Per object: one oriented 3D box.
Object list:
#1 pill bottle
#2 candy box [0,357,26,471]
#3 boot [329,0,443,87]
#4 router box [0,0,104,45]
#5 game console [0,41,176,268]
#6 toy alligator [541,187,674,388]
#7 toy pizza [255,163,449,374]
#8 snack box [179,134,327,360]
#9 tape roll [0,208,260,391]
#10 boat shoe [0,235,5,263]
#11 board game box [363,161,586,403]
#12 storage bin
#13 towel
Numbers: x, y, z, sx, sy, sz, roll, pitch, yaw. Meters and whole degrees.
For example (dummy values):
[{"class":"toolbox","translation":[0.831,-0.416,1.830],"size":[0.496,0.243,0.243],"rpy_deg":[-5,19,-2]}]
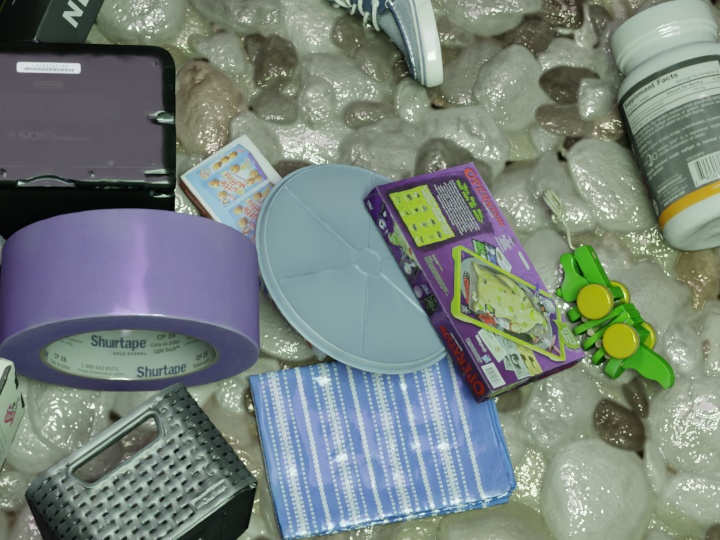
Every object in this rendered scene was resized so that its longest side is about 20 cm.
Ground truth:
[{"class":"pill bottle","translation":[0.293,-0.128,1.364],"size":[0.116,0.116,0.200],"rpy_deg":[-12,71,-11]},{"class":"candy box","translation":[-0.318,0.168,1.169],"size":[0.061,0.136,0.200],"rpy_deg":[19,68,-1]},{"class":"boot","translation":[0.011,-0.244,1.404],"size":[0.090,0.073,0.200],"rpy_deg":[-14,64,-4]},{"class":"router box","translation":[-0.275,-0.258,1.333],"size":[0.149,0.051,0.200],"rpy_deg":[2,61,38]},{"class":"game console","translation":[-0.252,-0.086,1.266],"size":[0.200,0.116,0.176],"rpy_deg":[0,79,-9]},{"class":"toy alligator","translation":[0.195,0.025,1.331],"size":[0.054,0.059,0.200],"rpy_deg":[-38,75,23]},{"class":"toy pizza","translation":[0.000,0.000,1.296],"size":[0.200,0.032,0.200],"rpy_deg":[16,54,-23]},{"class":"snack box","translation":[-0.067,-0.022,1.329],"size":[0.072,0.024,0.200],"rpy_deg":[-36,78,-18]},{"class":"tape roll","translation":[-0.178,0.027,1.204],"size":[0.200,0.200,0.085],"rpy_deg":[-1,69,-7]},{"class":"boat shoe","translation":[-0.354,0.048,1.219],"size":[0.071,0.070,0.201],"rpy_deg":[29,88,-21]},{"class":"board game box","translation":[0.097,0.006,1.313],"size":[0.120,0.032,0.200],"rpy_deg":[-17,71,-36]},{"class":"storage bin","translation":[-0.159,0.179,1.149],"size":[0.135,0.200,0.094],"rpy_deg":[-35,78,-17]},{"class":"towel","translation":[0.018,0.137,1.282],"size":[0.200,0.024,0.145],"rpy_deg":[-9,70,-10]}]
